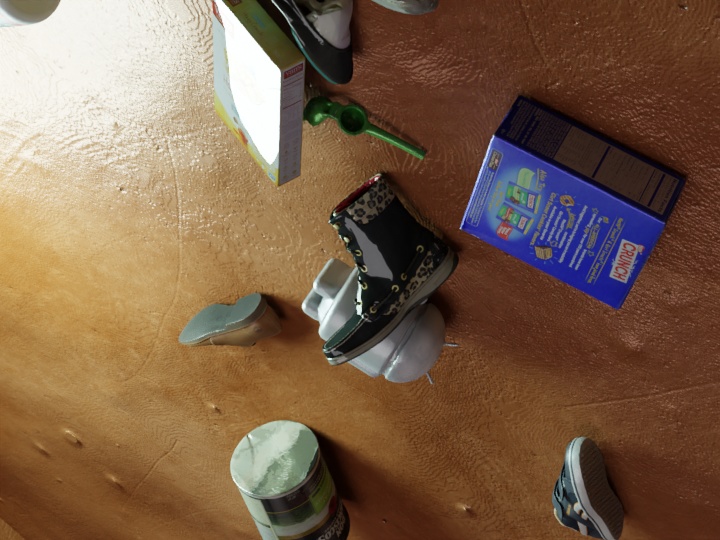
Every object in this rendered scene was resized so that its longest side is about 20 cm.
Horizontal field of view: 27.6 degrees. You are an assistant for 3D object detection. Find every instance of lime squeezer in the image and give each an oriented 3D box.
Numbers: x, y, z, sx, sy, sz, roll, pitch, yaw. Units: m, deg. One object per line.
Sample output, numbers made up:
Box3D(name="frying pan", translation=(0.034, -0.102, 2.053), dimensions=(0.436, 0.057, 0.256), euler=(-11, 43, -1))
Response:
Box3D(name="lime squeezer", translation=(-0.023, -0.166, 1.691), dimensions=(0.198, 0.038, 0.071), euler=(15, 143, 25))

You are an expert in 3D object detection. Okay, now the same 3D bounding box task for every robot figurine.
Box3D(name="robot figurine", translation=(0.026, 0.067, 1.876), dimensions=(0.199, 0.113, 0.170), euler=(33, 133, 2))

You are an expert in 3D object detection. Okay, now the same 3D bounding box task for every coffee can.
Box3D(name="coffee can", translation=(-0.110, 0.358, 2.331), dimensions=(0.145, 0.147, 0.201), euler=(12, 141, 29))

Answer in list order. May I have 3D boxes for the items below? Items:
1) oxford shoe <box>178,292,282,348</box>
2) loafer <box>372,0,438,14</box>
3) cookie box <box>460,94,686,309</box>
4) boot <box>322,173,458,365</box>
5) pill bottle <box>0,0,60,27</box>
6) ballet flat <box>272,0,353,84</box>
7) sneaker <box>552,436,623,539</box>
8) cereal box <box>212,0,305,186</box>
Box3D(name="oxford shoe", translation=(-0.192, 0.090, 2.133), dimensions=(0.199, 0.072, 0.071), euler=(-12, 132, 46))
Box3D(name="loafer", translation=(-0.007, -0.312, 1.463), dimensions=(0.199, 0.070, 0.070), euler=(37, -175, 19))
Box3D(name="cookie box", translation=(0.224, -0.070, 1.569), dimensions=(0.199, 0.075, 0.172), euler=(28, 146, 8))
Box3D(name="boot", translation=(0.000, -0.001, 1.764), dimensions=(0.154, 0.203, 0.073), euler=(49, 179, -17))
Box3D(name="pill bottle", translation=(-0.459, -0.348, 1.757), dimensions=(0.199, 0.116, 0.116), euler=(4, 137, 38))
Box3D(name="ballet flat", translation=(-0.055, -0.283, 1.547), dimensions=(0.068, 0.068, 0.200), euler=(-22, 119, 37))
Box3D(name="sneaker", translation=(0.293, 0.297, 1.975), dimensions=(0.079, 0.079, 0.201), euler=(2, 138, 30))
Box3D(name="cereal box", translation=(-0.117, -0.210, 1.662), dimensions=(0.144, 0.039, 0.201), euler=(50, 156, 28))
